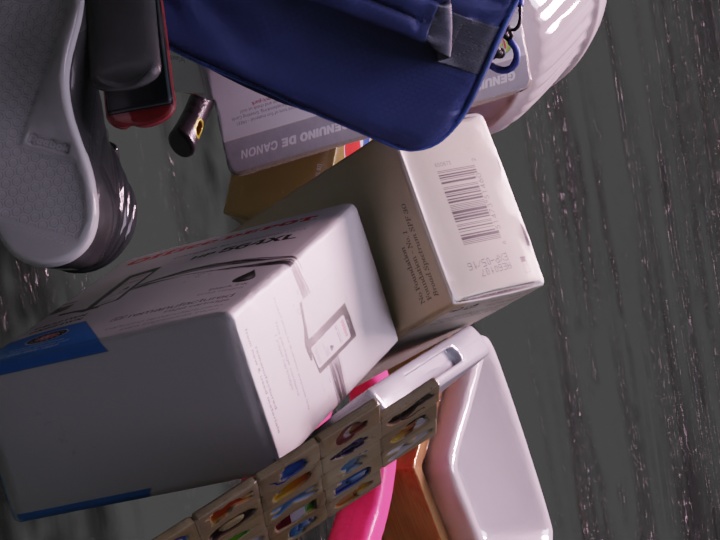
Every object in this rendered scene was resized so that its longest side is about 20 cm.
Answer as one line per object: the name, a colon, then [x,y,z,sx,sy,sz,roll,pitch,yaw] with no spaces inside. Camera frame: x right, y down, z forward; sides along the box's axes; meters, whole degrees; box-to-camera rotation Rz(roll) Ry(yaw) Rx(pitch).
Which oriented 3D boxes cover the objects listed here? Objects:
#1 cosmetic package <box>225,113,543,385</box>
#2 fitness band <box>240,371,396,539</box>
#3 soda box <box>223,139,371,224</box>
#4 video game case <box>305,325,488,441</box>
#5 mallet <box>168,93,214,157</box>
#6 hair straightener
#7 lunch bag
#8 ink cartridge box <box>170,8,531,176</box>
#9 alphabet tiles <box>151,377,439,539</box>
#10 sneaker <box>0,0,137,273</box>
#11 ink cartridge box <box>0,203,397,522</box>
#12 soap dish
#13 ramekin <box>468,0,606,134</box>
cosmetic package: [0.000,0.000,1.559,0.073,0.200,0.104,-11,76,-41]
fitness band: [-0.023,0.135,1.686,0.144,0.037,0.200,68,32,-43]
soda box: [-0.023,-0.120,1.693,0.068,0.064,0.201,30,70,-71]
video game case: [-0.034,0.110,1.486,0.024,0.200,0.182,52,20,4]
mallet: [-0.079,-0.146,1.671,0.200,0.041,0.066,-65,146,-51]
hair straightener: [-0.115,-0.172,1.360,0.077,0.041,0.201,71,15,-64]
lunch bag: [-0.009,-0.148,1.439,0.132,0.199,0.136,-100,-148,-69]
ink cartridge box: [-0.019,-0.164,1.599,0.084,0.199,0.176,-161,-123,-66]
alphabet tiles: [-0.047,0.118,1.365,0.006,0.200,0.167,56,-8,15]
sneaker: [-0.157,-0.087,1.397,0.099,0.070,0.201,67,13,-75]
ink cartridge box: [-0.083,0.043,1.420,0.200,0.145,0.085,-45,119,-67]
soap dish: [0.060,0.155,1.883,0.158,0.081,0.201,-72,148,-51]
ramekin: [0.048,-0.175,1.810,0.105,0.199,0.201,-55,135,-49]
